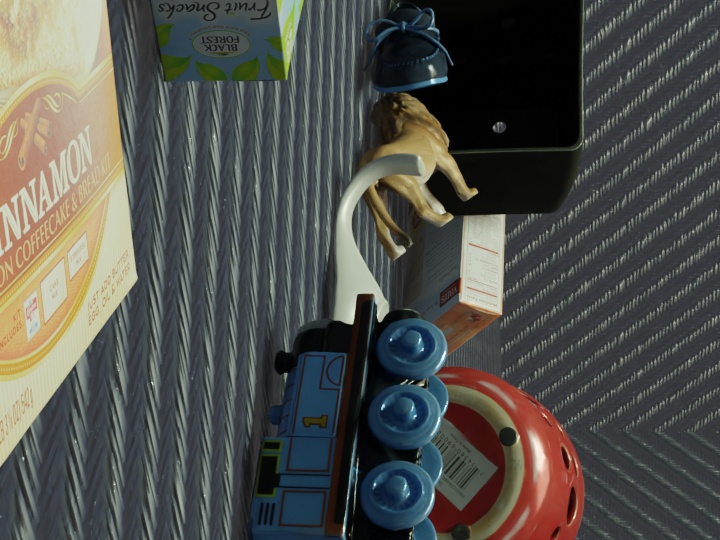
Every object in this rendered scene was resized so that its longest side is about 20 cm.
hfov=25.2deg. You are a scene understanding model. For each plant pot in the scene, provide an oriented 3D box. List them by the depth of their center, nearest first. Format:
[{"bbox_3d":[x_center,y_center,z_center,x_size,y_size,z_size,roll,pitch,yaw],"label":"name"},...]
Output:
[{"bbox_3d":[0.087,0.187,1.417,0.182,0.199,0.202,39,51,-69],"label":"plant pot"},{"bbox_3d":[0.134,-0.159,1.648,0.178,0.199,0.201,68,23,-60],"label":"plant pot"}]

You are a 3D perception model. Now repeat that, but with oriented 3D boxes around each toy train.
[{"bbox_3d":[-0.005,0.106,1.010,0.087,0.113,0.201,85,9,-52],"label":"toy train"}]

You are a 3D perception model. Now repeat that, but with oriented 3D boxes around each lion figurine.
[{"bbox_3d":[0.038,-0.093,1.453,0.123,0.072,0.200,55,21,-5],"label":"lion figurine"}]

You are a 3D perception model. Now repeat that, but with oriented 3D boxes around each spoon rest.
[{"bbox_3d":[0.000,0.000,1.304,0.099,0.060,0.201,59,46,-73],"label":"spoon rest"}]

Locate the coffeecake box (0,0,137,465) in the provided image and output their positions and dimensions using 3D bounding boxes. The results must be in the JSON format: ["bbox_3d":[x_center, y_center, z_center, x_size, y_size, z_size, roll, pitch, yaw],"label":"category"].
[{"bbox_3d":[-0.114,-0.064,0.373,0.154,0.073,0.201,-68,156,-67],"label":"coffeecake box"}]

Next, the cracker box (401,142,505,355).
[{"bbox_3d":[0.102,-0.019,1.760,0.134,0.057,0.201,-41,-144,53],"label":"cracker box"}]

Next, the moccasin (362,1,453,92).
[{"bbox_3d":[0.036,-0.209,1.492,0.200,0.080,0.069,-112,-166,-73],"label":"moccasin"}]

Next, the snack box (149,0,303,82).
[{"bbox_3d":[-0.063,-0.217,0.753,0.169,0.067,0.201,-82,171,-47],"label":"snack box"}]
